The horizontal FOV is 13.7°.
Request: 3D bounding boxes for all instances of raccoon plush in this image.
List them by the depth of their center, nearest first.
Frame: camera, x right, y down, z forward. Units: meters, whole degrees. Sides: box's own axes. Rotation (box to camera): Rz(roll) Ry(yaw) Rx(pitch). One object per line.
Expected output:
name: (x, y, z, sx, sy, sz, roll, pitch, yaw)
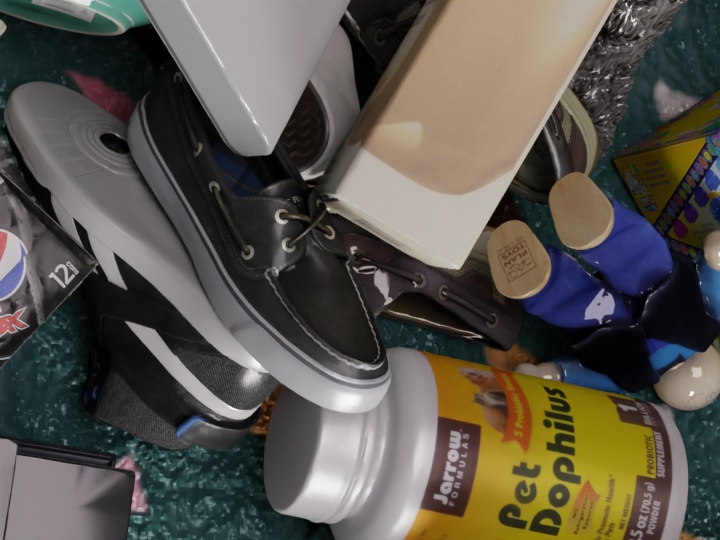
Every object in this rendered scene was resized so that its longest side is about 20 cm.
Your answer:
raccoon plush: (0.151, -0.129, 1.547, 0.097, 0.200, 0.134, -8, 86, -50)

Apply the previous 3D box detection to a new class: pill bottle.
pill bottle: (0.057, 0.102, 1.514, 0.200, 0.109, 0.110, 12, 80, -21)

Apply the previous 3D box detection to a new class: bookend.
bookend: (-0.182, 0.109, 1.365, 0.198, 0.200, 0.092, 11, 81, -21)

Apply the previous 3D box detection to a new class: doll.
doll: (0.133, 0.022, 1.545, 0.136, 0.049, 0.200, -38, 143, 11)

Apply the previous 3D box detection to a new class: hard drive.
hard drive: (-0.040, -0.171, 1.416, 0.132, 0.026, 0.200, 59, 43, -38)

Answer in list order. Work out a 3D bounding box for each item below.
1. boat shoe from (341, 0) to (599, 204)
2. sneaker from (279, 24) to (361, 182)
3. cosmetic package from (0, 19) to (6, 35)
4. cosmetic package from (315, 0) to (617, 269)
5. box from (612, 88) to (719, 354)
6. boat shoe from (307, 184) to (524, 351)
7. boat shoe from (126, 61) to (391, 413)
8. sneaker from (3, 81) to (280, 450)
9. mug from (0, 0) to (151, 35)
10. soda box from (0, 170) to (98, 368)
boat shoe: (0.044, -0.114, 1.512, 0.072, 0.066, 0.201, -41, 94, 14)
sneaker: (-0.055, -0.133, 1.527, 0.073, 0.085, 0.200, -26, 78, 20)
cosmetic package: (-0.273, -0.070, 1.406, 0.103, 0.087, 0.200, 44, 69, -14)
cosmetic package: (0.060, -0.103, 1.431, 0.071, 0.105, 0.200, 31, 86, -7)
box: (0.280, -0.033, 1.616, 0.200, 0.122, 0.193, -33, 98, -22)
boat shoe: (0.000, 0.000, 1.523, 0.200, 0.072, 0.065, 11, 76, -27)
boat shoe: (-0.045, -0.021, 1.418, 0.069, 0.057, 0.200, -12, 56, -43)
sneaker: (-0.124, 0.009, 1.471, 0.200, 0.112, 0.073, 46, 34, 20)
mug: (-0.148, -0.183, 1.425, 0.185, 0.152, 0.115, 22, 80, -52)
soda box: (-0.191, 0.009, 1.370, 0.063, 0.200, 0.071, 46, 70, -11)
